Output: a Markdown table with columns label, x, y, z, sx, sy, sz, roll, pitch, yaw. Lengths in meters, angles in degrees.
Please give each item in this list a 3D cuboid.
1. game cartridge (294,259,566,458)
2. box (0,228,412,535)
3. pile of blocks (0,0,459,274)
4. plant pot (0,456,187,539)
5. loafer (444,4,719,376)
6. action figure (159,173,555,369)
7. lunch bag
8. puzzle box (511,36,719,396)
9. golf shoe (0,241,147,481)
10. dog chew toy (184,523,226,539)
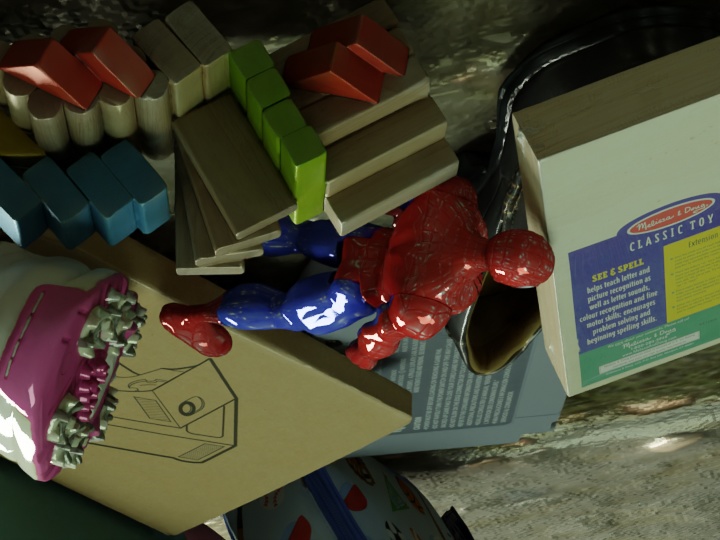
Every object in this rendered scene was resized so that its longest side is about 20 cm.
| label | x | y | z | sx | sy | sz | roll | pitch | yaw |
| --- | --- | --- | --- | --- | --- | --- | --- | --- | --- |
| game cartridge | 0.031 | 0.035 | 0.985 | 0.133 | 0.041 | 0.200 | -8 | 157 | -6 |
| box | -0.104 | 0.046 | 0.932 | 0.200 | 0.021 | 0.163 | 31 | 139 | -33 |
| pile of blocks | -0.067 | -0.046 | 0.703 | 0.199 | 0.082 | 0.062 | -5 | 158 | -3 |
| plant pot | -0.201 | 0.160 | 1.023 | 0.200 | 0.201 | 0.161 | -22 | 136 | 33 |
| loafer | 0.079 | -0.027 | 0.800 | 0.072 | 0.073 | 0.200 | 2 | 155 | -17 |
| action figure | 0.000 | 0.000 | 0.787 | 0.052 | 0.066 | 0.200 | 26 | 163 | -29 |
| lunch bag | 0.019 | 0.170 | 1.126 | 0.076 | 0.160 | 0.200 | -40 | 152 | 9 |
| puzzle box | 0.152 | -0.036 | 0.753 | 0.199 | 0.025 | 0.133 | -20 | 141 | -6 |
| golf shoe | -0.126 | 0.024 | 0.765 | 0.091 | 0.076 | 0.200 | 22 | 174 | -2 |
| dog chew toy | -0.083 | 0.201 | 1.170 | 0.124 | 0.125 | 0.200 | 15 | 179 | -41 |
